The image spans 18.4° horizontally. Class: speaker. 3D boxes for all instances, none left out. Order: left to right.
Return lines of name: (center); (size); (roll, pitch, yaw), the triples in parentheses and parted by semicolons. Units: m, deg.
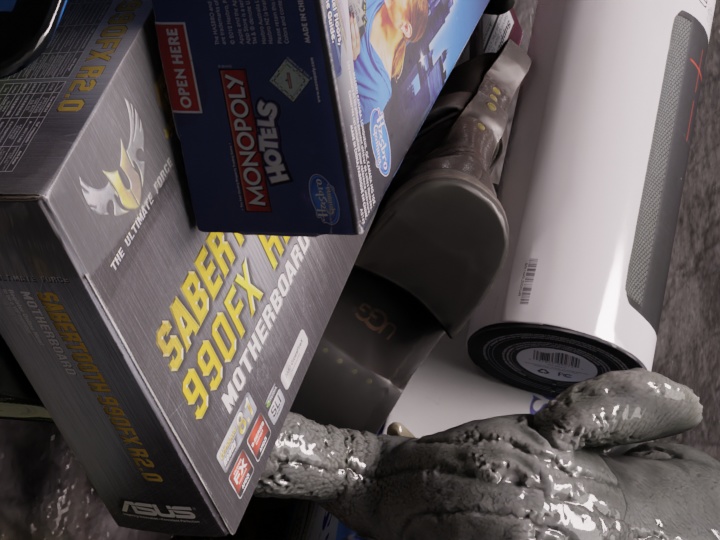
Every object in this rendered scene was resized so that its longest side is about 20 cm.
speaker: (0.102, -0.051, 0.963); (0.081, 0.081, 0.201); (48, 49, -53)

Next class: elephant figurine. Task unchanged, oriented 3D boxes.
elephant figurine: (0.071, 0.098, 0.824); (0.142, 0.155, 0.200); (59, 11, 32)

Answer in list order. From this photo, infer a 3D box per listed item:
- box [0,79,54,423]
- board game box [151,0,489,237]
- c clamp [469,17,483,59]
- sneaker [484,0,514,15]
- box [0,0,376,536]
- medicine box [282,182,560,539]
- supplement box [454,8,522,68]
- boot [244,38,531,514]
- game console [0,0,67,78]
box: (-0.136, -0.026, 0.785); (0.200, 0.124, 0.150); (19, 75, -62)
board game box: (-0.003, -0.143, 0.733); (0.200, 0.061, 0.201); (-48, 134, -55)
c clamp: (0.010, -0.141, 0.923); (0.200, 0.027, 0.172); (-27, 118, -58)
sneaker: (0.063, -0.169, 0.940); (0.199, 0.075, 0.116); (-17, 109, -50)
box: (-0.055, -0.038, 0.754); (0.201, 0.048, 0.159); (-66, 146, -39)
medicine box: (0.040, 0.080, 1.052); (0.200, 0.102, 0.183); (123, -16, -66)
supplement box: (-0.013, -0.147, 1.023); (0.200, 0.110, 0.086); (61, 43, -45)
boot: (0.000, 0.000, 0.924); (0.069, 0.200, 0.174); (44, 18, -13)
game console: (-0.162, -0.166, 0.666); (0.170, 0.118, 0.201); (31, 61, -28)
